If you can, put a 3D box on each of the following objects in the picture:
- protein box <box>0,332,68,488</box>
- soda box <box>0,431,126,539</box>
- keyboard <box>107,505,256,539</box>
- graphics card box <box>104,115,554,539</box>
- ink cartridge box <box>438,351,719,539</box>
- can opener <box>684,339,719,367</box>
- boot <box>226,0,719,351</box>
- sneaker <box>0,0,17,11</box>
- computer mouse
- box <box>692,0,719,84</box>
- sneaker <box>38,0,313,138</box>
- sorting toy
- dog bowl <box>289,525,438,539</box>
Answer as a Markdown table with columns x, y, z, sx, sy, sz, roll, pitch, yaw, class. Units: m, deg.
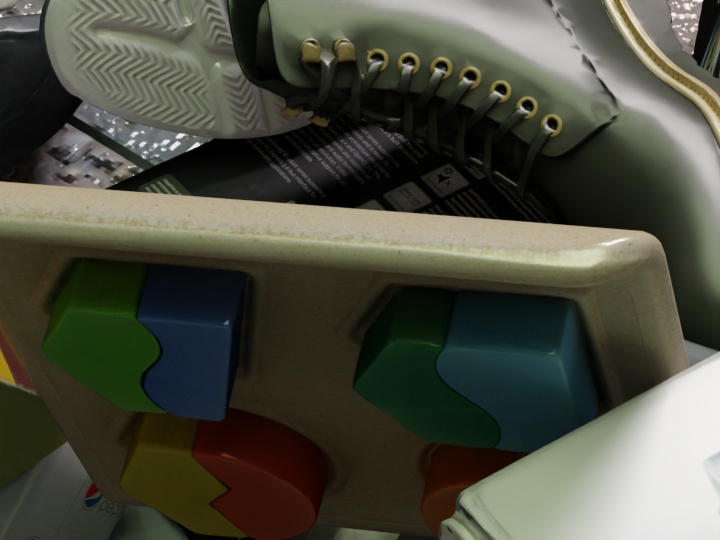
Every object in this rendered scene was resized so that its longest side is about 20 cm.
| x | y | z | sx | sy | sz | roll | pitch | yaw | class |
| --- | --- | --- | --- | --- | --- | --- | --- | --- | --- |
| -0.220 | 0.023 | 0.813 | 0.198 | 0.200 | 0.135 | -35 | 67 | 11 | protein box |
| -0.169 | 0.039 | 0.935 | 0.200 | 0.064 | 0.068 | 28 | 88 | 25 | soda box |
| -0.069 | 0.046 | 0.976 | 0.056 | 0.011 | 0.200 | -7 | 48 | -10 | keyboard |
| 0.000 | 0.000 | 0.978 | 0.200 | 0.051 | 0.125 | -26 | 52 | -24 | graphics card box |
| 0.123 | 0.080 | 0.760 | 0.200 | 0.146 | 0.085 | -26 | 53 | -18 | ink cartridge box |
| 0.023 | 0.035 | 0.868 | 0.200 | 0.053 | 0.067 | 19 | 70 | 26 | can opener |
| 0.036 | -0.039 | 0.908 | 0.138 | 0.077 | 0.200 | -2 | 41 | -23 | boot |
| -0.197 | -0.119 | 1.024 | 0.075 | 0.085 | 0.200 | -7 | 7 | 28 | sneaker |
| -0.181 | -0.050 | 1.022 | 0.200 | 0.138 | 0.053 | -9 | 92 | -16 | computer mouse |
| 0.215 | -0.072 | 0.981 | 0.200 | 0.086 | 0.164 | 16 | 49 | -2 | box |
| -0.027 | -0.101 | 1.022 | 0.200 | 0.078 | 0.112 | -13 | 20 | -24 | sneaker |
| -0.004 | 0.036 | 0.778 | 0.185 | 0.200 | 0.037 | 5 | 65 | 16 | sorting toy |
| 0.076 | 0.112 | 0.871 | 0.200 | 0.059 | 0.200 | -2 | 48 | 3 | dog bowl |
